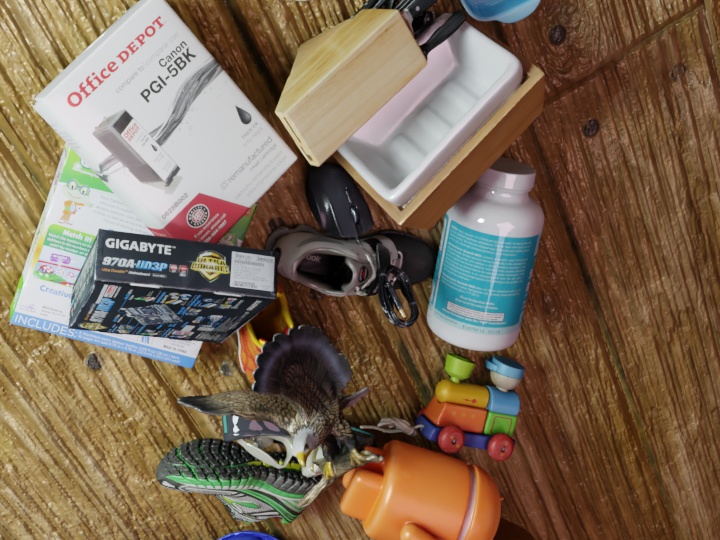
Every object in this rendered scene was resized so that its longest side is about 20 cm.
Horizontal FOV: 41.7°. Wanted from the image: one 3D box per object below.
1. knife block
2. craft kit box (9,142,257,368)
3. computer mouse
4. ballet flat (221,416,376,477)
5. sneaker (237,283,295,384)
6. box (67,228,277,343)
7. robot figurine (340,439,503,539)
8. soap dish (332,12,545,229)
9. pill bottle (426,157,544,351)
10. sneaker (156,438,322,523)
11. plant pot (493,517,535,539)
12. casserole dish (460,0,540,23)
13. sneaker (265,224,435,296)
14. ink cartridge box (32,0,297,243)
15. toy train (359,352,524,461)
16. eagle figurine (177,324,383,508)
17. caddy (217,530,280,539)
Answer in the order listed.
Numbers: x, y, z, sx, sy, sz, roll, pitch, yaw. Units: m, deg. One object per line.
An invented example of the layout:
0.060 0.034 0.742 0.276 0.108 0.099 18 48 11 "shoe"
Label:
0.019 -0.205 0.903 0.174 0.201 0.064 -22 123 25 "knife block"
-0.232 -0.016 0.968 0.198 0.049 0.200 18 108 -25 "craft kit box"
0.005 -0.031 0.980 0.058 0.201 0.034 -23 164 -37 "computer mouse"
-0.073 0.201 1.100 0.198 0.073 0.074 22 104 -23 "ballet flat"
-0.098 0.086 1.031 0.072 0.077 0.202 -27 134 -12 "sneaker"
-0.179 0.021 0.875 0.156 0.200 0.047 7 72 -21 "box"
0.077 0.270 1.099 0.197 0.144 0.118 18 84 -8 "robot figurine"
0.078 -0.150 0.961 0.200 0.158 0.081 -45 136 4 "soap dish"
0.142 -0.021 1.058 0.109 0.111 0.203 1 113 -20 "pill bottle"
-0.144 0.256 1.097 0.198 0.078 0.086 18 107 -26 "sneaker"
0.144 0.393 1.205 0.197 0.200 0.142 14 92 -24 "plant pot"
0.130 -0.351 0.951 0.120 0.039 0.202 -26 119 -8 "casserole dish"
0.000 0.000 1.032 0.197 0.089 0.075 1 111 -21 "sneaker"
-0.180 -0.130 0.880 0.147 0.083 0.200 -47 112 -12 "ink cartridge box"
0.104 0.152 1.144 0.197 0.085 0.118 13 96 -22 "toy train"
-0.068 0.146 0.993 0.200 0.151 0.152 46 77 -17 "eagle figurine"
-0.155 0.416 1.151 0.141 0.105 0.201 38 97 -5 "caddy"
